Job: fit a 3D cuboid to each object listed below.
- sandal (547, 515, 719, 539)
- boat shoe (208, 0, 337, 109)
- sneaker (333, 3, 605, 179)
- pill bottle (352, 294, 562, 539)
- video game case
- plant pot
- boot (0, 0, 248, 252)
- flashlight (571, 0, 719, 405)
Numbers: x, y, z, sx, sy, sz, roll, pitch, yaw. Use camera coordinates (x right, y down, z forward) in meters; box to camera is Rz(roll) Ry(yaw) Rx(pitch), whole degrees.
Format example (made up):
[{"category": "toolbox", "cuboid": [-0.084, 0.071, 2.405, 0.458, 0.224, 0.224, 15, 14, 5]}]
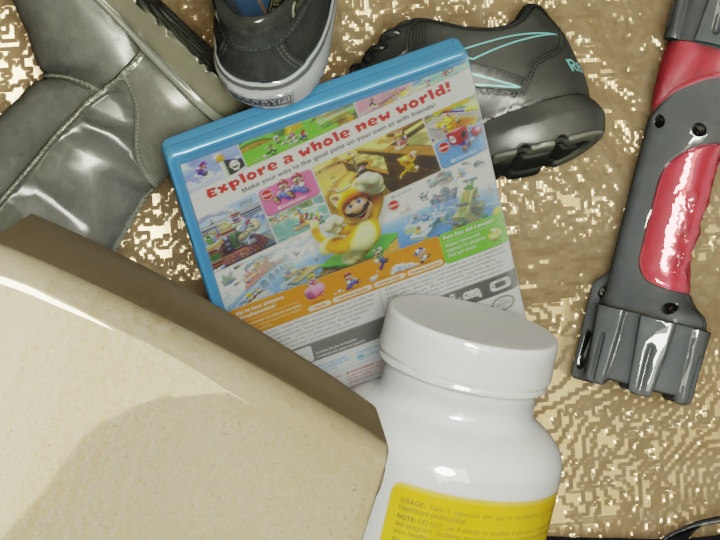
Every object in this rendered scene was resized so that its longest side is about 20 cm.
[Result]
[{"category": "sandal", "cuboid": [0.167, 0.150, 1.250, 0.200, 0.076, 0.043, -3, 133, -8]}, {"category": "boat shoe", "cuboid": [-0.033, -0.166, 1.169, 0.069, 0.057, 0.200, -1, 56, 7]}, {"category": "sneaker", "cuboid": [0.013, -0.073, 1.233, 0.200, 0.075, 0.079, -13, 80, -12]}, {"category": "pill bottle", "cuboid": [0.030, 0.118, 1.198, 0.112, 0.112, 0.200, 11, 103, -9]}, {"category": "video game case", "cuboid": [0.000, 0.000, 1.202, 0.143, 0.018, 0.200, -20, 127, -6]}, {"category": "plant pot", "cuboid": [-0.092, 0.101, 1.081, 0.177, 0.200, 0.200, 17, 94, -4]}, {"category": "boot", "cuboid": [-0.170, -0.059, 1.204, 0.182, 0.073, 0.200, 46, 103, 13]}, {"category": "flashlight", "cuboid": [0.162, -0.036, 1.249, 0.068, 0.068, 0.200, 13, 90, -11]}]
